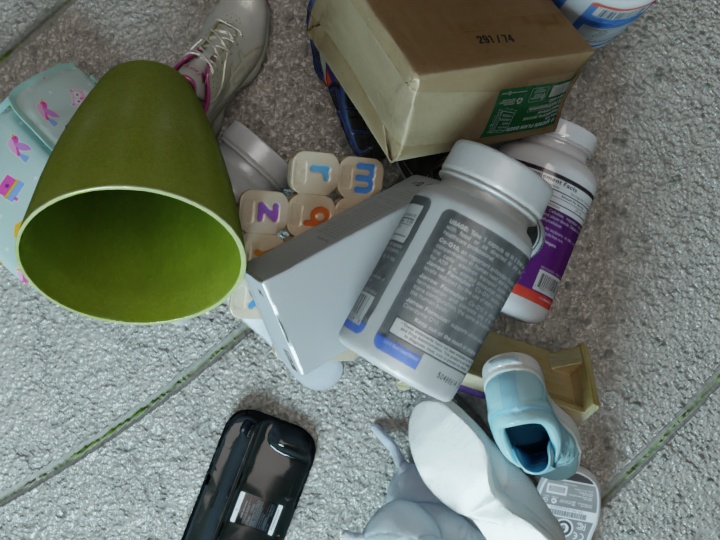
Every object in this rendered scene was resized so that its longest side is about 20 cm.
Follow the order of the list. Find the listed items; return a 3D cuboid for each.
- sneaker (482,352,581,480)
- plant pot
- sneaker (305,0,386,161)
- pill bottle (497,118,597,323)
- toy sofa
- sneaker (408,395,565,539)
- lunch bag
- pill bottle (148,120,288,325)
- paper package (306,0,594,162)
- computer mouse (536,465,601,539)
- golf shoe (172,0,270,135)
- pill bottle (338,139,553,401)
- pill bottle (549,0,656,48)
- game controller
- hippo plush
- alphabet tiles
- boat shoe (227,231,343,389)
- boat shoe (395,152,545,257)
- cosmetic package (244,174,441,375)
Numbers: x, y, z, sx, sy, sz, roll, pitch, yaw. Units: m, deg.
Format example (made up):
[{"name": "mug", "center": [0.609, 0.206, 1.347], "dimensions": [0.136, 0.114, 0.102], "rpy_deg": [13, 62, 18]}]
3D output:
[{"name": "sneaker", "center": [0.159, 0.162, 0.823], "dimensions": [0.074, 0.200, 0.082], "rpy_deg": [-16, 46, 23]}, {"name": "plant pot", "center": [-0.195, -0.086, 0.793], "dimensions": [0.186, 0.188, 0.201], "rpy_deg": [-5, 53, 0]}, {"name": "sneaker", "center": [-0.009, -0.208, 0.936], "dimensions": [0.075, 0.078, 0.201], "rpy_deg": [-11, 84, -24]}, {"name": "pill bottle", "center": [0.172, -0.054, 0.915], "dimensions": [0.112, 0.112, 0.201], "rpy_deg": [22, 89, 0]}, {"name": "toy sofa", "center": [0.129, 0.105, 0.885], "dimensions": [0.199, 0.083, 0.098], "rpy_deg": [20, 131, -17]}, {"name": "sneaker", "center": [0.124, 0.200, 0.852], "dimensions": [0.075, 0.088, 0.200], "rpy_deg": [-40, 85, 25]}, {"name": "lunch bag", "center": [-0.309, -0.096, 0.912], "dimensions": [0.170, 0.122, 0.200], "rpy_deg": [43, 81, 4]}, {"name": "pill bottle", "center": [-0.161, -0.052, 0.914], "dimensions": [0.112, 0.112, 0.200], "rpy_deg": [41, 90, 0]}, {"name": "paper package", "center": [0.081, -0.212, 0.839], "dimensions": [0.199, 0.104, 0.191], "rpy_deg": [-14, 57, -26]}, {"name": "computer mouse", "center": [0.211, 0.301, 0.947], "dimensions": [0.109, 0.044, 0.201], "rpy_deg": [11, 95, 5]}, {"name": "golf shoe", "center": [-0.153, -0.214, 0.928], "dimensions": [0.075, 0.092, 0.201], "rpy_deg": [25, 88, 2]}, {"name": "pill bottle", "center": [0.075, -0.002, 0.753], "dimensions": [0.113, 0.114, 0.201], "rpy_deg": [30, 89, 0]}, {"name": "pill bottle", "center": [0.228, -0.283, 0.872], "dimensions": [0.111, 0.200, 0.113], "rpy_deg": [0, 89, -3]}, {"name": "game controller", "center": [-0.123, 0.254, 0.952], "dimensions": [0.104, 0.042, 0.201], "rpy_deg": [21, 90, -14]}, {"name": "hippo plush", "center": [0.075, 0.263, 0.871], "dimensions": [0.158, 0.161, 0.201], "rpy_deg": [-4, 90, 15]}, {"name": "alphabet tiles", "center": [-0.032, -0.012, 0.854], "dimensions": [0.194, 0.015, 0.201], "rpy_deg": [2, 98, -29]}, {"name": "boat shoe", "center": [-0.081, 0.035, 0.898], "dimensions": [0.068, 0.057, 0.201], "rpy_deg": [-26, 116, 12]}, {"name": "boat shoe", "center": [0.099, -0.083, 0.866], "dimensions": [0.200, 0.057, 0.069], "rpy_deg": [43, 100, 33]}, {"name": "cosmetic package", "center": [0.000, 0.000, 0.822], "dimensions": [0.199, 0.074, 0.102], "rpy_deg": [-27, 112, -17]}]
